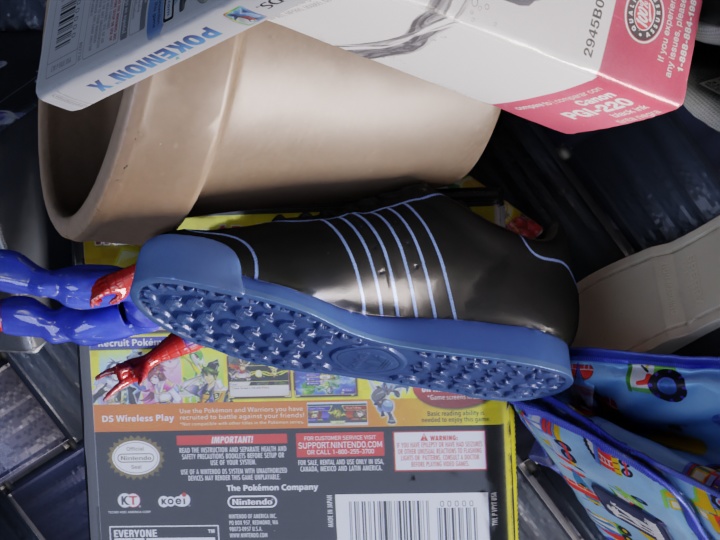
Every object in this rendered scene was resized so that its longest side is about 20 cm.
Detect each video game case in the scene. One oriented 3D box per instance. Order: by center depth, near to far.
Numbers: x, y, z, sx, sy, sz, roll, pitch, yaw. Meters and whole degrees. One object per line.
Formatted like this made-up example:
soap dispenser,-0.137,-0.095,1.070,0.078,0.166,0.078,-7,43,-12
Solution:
video game case,-0.050,-0.172,0.864,0.022,0.200,0.182,20,157,-33
video game case,-0.030,0.055,1.100,0.200,0.026,0.181,-2,96,9

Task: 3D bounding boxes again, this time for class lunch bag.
lunch bag,0.163,0.094,1.072,0.200,0.094,0.151,14,158,34

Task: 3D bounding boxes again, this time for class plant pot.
plant pot,-0.035,-0.101,1.035,0.174,0.200,0.200,7,129,-20

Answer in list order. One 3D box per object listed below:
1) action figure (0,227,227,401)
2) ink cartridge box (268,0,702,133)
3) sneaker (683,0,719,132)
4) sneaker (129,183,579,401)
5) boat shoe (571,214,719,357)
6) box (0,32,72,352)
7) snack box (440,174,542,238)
action figure,-0.102,0.016,1.056,0.200,0.052,0.065,-6,135,1
ink cartridge box,0.038,-0.153,0.929,0.200,0.146,0.085,18,168,-27
sneaker,0.202,-0.082,0.958,0.200,0.115,0.075,4,118,28
sneaker,0.000,0.000,1.017,0.200,0.078,0.070,13,155,-21
boat shoe,0.184,0.010,1.070,0.200,0.073,0.063,-20,147,31
box,-0.213,-0.042,1.187,0.200,0.148,0.107,1,117,29
snack box,-0.019,0.018,1.179,0.142,0.053,0.200,35,127,6
